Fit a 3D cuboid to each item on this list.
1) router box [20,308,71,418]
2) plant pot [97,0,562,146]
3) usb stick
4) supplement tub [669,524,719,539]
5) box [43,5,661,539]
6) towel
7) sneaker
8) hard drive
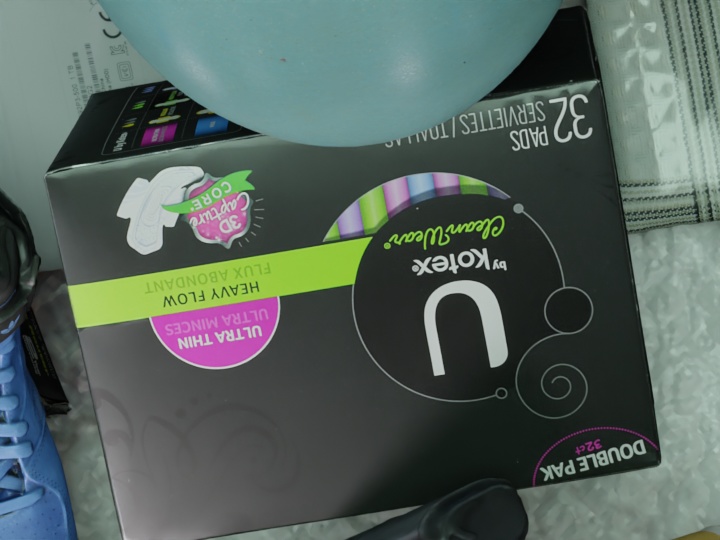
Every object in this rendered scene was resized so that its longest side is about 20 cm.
[{"bbox_3d":[-0.222,-0.008,1.063,0.149,0.062,0.201,-23,83,3],"label":"router box"},{"bbox_3d":[-0.011,-0.138,0.868,0.199,0.161,0.202,-5,56,7],"label":"plant pot"},{"bbox_3d":[-0.013,0.118,0.972,0.055,0.200,0.033,-33,92,-41],"label":"usb stick"},{"bbox_3d":[0.104,0.174,0.948,0.199,0.144,0.145,-15,83,-16],"label":"supplement tub"},{"bbox_3d":[0.000,0.000,0.984,0.198,0.124,0.150,-10,107,5],"label":"box"},{"bbox_3d":[0.180,-0.125,1.040,0.191,0.035,0.202,-8,83,6],"label":"towel"},{"bbox_3d":[-0.147,0.042,0.957,0.076,0.111,0.201,-16,80,-20],"label":"sneaker"},{"bbox_3d":[-0.051,-0.076,1.041,0.198,0.026,0.133,-9,111,5],"label":"hard drive"}]
